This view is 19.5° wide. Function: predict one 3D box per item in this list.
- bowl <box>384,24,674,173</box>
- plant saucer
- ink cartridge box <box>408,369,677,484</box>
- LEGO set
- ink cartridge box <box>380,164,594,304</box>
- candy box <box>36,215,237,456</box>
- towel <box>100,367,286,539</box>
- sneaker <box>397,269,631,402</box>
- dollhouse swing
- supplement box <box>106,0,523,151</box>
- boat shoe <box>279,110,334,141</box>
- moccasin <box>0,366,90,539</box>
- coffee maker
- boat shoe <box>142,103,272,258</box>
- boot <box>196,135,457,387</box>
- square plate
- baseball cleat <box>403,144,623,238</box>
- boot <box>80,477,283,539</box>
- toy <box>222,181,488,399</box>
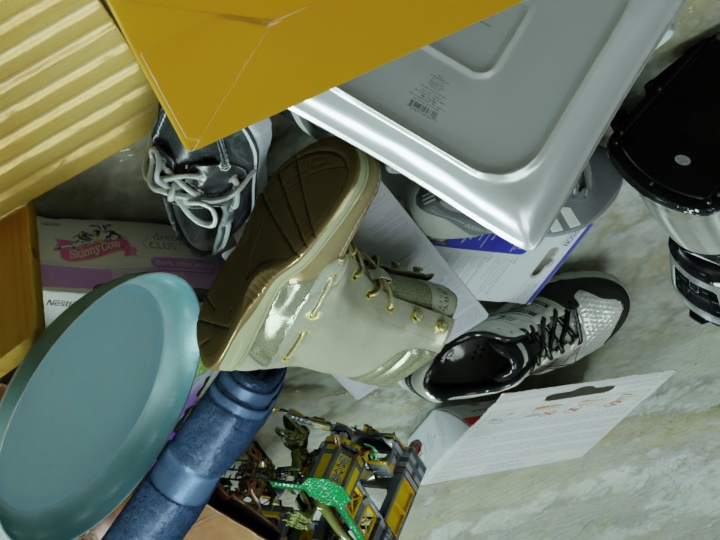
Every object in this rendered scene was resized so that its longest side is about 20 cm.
[{"bbox_3d":[0.088,-0.144,1.316,0.201,0.090,0.201,-25,176,-2],"label":"bowl"},{"bbox_3d":[-0.174,0.086,1.352,0.200,0.027,0.200,-43,150,-34],"label":"plant saucer"},{"bbox_3d":[0.144,0.111,1.718,0.161,0.050,0.200,-7,155,-22],"label":"ink cartridge box"},{"bbox_3d":[-0.044,0.146,1.630,0.200,0.116,0.154,-6,136,37],"label":"LEGO set"},{"bbox_3d":[0.065,-0.025,1.538,0.200,0.039,0.099,7,134,-34],"label":"ink cartridge box"},{"bbox_3d":[-0.190,0.054,1.462,0.168,0.072,0.200,3,137,-32],"label":"candy box"},{"bbox_3d":[-0.120,0.142,1.468,0.200,0.049,0.112,-54,-179,14],"label":"towel"},{"bbox_3d":[0.125,0.061,1.625,0.200,0.088,0.076,-19,106,-9],"label":"sneaker"},{"bbox_3d":[-0.211,-0.051,1.244,0.176,0.182,0.200,-17,146,9],"label":"dollhouse swing"},{"bbox_3d":[-0.050,-0.208,1.083,0.197,0.200,0.133,-24,146,0],"label":"supplement box"},{"bbox_3d":[-0.052,-0.137,1.304,0.200,0.060,0.076,38,79,-50],"label":"boat shoe"},{"bbox_3d":[-0.230,0.122,1.398,0.074,0.078,0.201,-22,144,0],"label":"moccasin"},{"bbox_3d":[0.293,-0.071,1.526,0.192,0.135,0.200,-29,146,6],"label":"coffee maker"},{"bbox_3d":[-0.103,-0.067,1.321,0.068,0.074,0.199,-58,172,-20],"label":"boat shoe"},{"bbox_3d":[0.000,0.000,1.365,0.155,0.072,0.200,11,132,-30],"label":"boot"},{"bbox_3d":[0.065,-0.144,1.203,0.198,0.200,0.028,-59,176,1],"label":"square plate"},{"bbox_3d":[0.128,-0.058,1.461,0.200,0.070,0.106,-15,178,-37],"label":"baseball cleat"},{"bbox_3d":[-0.116,0.221,1.632,0.188,0.068,0.200,47,139,-11],"label":"boot"},{"bbox_3d":[-0.005,0.000,1.456,0.115,0.047,0.200,-32,140,8],"label":"toy"}]
